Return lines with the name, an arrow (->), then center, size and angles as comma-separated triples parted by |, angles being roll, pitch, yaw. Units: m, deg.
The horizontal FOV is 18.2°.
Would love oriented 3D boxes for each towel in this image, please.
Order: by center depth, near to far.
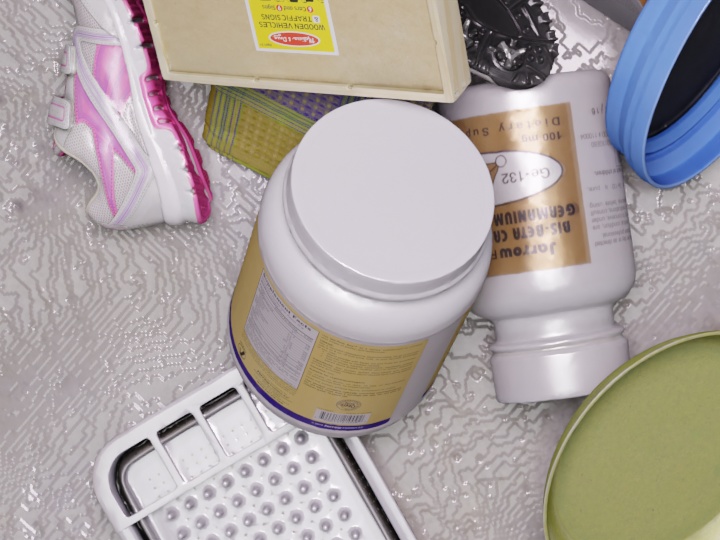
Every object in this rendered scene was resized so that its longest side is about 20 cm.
towel -> -0.025, -0.105, 1.415 | 0.143, 0.200, 0.023 | 27, 58, 5

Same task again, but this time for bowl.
bowl -> 0.222, -0.146, 1.391 | 0.039, 0.200, 0.201 | 36, 93, 23

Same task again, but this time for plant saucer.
plant saucer -> 0.196, 0.120, 1.431 | 0.198, 0.031, 0.202 | -13, 122, -21

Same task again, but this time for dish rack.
dish rack -> -0.063, 0.168, 1.484 | 0.171, 0.044, 0.201 | -30, 89, 2

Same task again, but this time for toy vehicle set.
toy vehicle set -> -0.039, -0.164, 1.309 | 0.198, 0.027, 0.125 | 7, 127, 26

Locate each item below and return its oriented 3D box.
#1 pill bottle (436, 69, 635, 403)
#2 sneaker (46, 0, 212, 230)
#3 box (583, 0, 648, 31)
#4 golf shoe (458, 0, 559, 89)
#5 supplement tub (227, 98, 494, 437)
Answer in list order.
pill bottle -> 0.116, -0.021, 1.435 | 0.113, 0.114, 0.202 | -8, 91, 3
sneaker -> -0.168, -0.115, 1.465 | 0.087, 0.081, 0.202 | -19, 86, 6
box -> 0.179, -0.225, 1.376 | 0.097, 0.200, 0.125 | 37, 93, 21
golf shoe -> 0.034, -0.166, 1.401 | 0.199, 0.095, 0.078 | 34, 65, 11
supplement tub -> 0.000, 0.000, 1.381 | 0.144, 0.200, 0.147 | 5, 61, -10
